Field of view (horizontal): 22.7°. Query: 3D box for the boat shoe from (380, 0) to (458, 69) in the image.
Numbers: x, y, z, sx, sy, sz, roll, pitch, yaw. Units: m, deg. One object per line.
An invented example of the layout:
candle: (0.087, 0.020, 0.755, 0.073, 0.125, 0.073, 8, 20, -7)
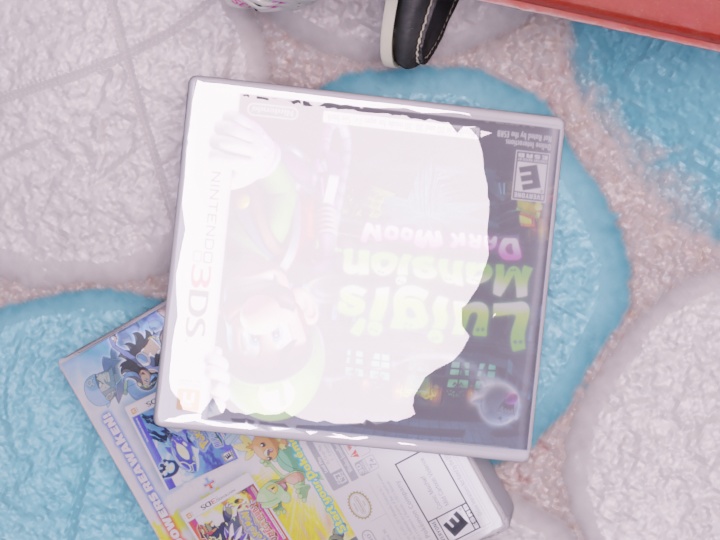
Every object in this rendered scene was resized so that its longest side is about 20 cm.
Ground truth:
boat shoe: (0.069, -0.190, 0.904, 0.066, 0.074, 0.200, 21, 91, 10)

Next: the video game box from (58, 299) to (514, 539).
video game box: (-0.040, 0.092, 0.993, 0.182, 0.047, 0.201, -28, 94, 12)

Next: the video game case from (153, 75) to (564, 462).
video game case: (0.000, 0.000, 0.937, 0.199, 0.023, 0.183, 6, 91, -6)

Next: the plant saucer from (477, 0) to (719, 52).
plant saucer: (0.116, -0.205, 0.847, 0.198, 0.037, 0.201, 11, 77, -7)

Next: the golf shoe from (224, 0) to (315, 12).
golf shoe: (-0.030, -0.154, 0.866, 0.073, 0.200, 0.092, 41, 105, -2)
